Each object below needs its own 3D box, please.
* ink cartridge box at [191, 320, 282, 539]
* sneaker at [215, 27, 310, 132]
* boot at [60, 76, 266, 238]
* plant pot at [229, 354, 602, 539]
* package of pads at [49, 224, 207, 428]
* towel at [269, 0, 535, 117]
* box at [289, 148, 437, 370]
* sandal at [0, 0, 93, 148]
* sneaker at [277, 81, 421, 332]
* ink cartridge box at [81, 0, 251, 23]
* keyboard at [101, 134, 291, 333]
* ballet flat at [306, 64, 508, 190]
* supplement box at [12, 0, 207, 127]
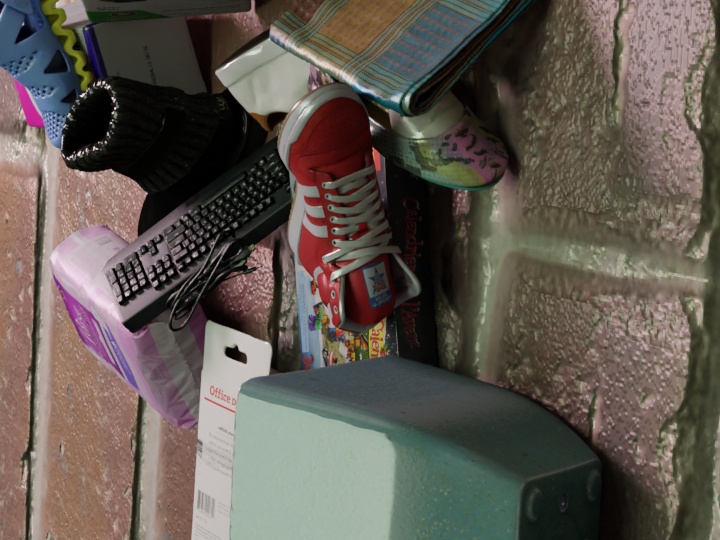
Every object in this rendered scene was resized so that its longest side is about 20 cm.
[{"bbox_3d":[-0.080,0.147,1.584,0.116,0.068,0.201,17,105,55],"label":"ink cartridge box"},{"bbox_3d":[-0.023,-0.169,1.513,0.200,0.073,0.085,-24,106,46],"label":"sneaker"},{"bbox_3d":[-0.189,-0.084,1.659,0.080,0.157,0.212,58,135,33],"label":"boot"},{"bbox_3d":[0.048,0.175,1.286,0.199,0.196,0.197,8,97,34],"label":"plant pot"},{"bbox_3d":[-0.197,0.047,1.719,0.200,0.075,0.121,33,148,51],"label":"package of pads"},{"bbox_3d":[0.030,-0.190,1.375,0.147,0.022,0.200,-46,39,-7],"label":"towel"},{"bbox_3d":[0.000,0.000,1.486,0.136,0.038,0.201,-11,81,56],"label":"box"},{"bbox_3d":[-0.291,-0.197,1.658,0.079,0.087,0.201,-4,108,58],"label":"sandal"},{"bbox_3d":[-0.006,-0.036,1.363,0.200,0.071,0.113,90,155,-55],"label":"sneaker"},{"bbox_3d":[-0.160,-0.263,1.558,0.200,0.146,0.084,118,148,-85],"label":"ink cartridge box"},{"bbox_3d":[-0.128,-0.029,1.586,0.200,0.040,0.104,-37,55,10],"label":"keyboard"},{"bbox_3d":[0.026,-0.123,1.390,0.200,0.069,0.071,35,148,42],"label":"ballet flat"},{"bbox_3d":[-0.238,-0.190,1.764,0.200,0.103,0.102,10,120,55],"label":"supplement box"}]
